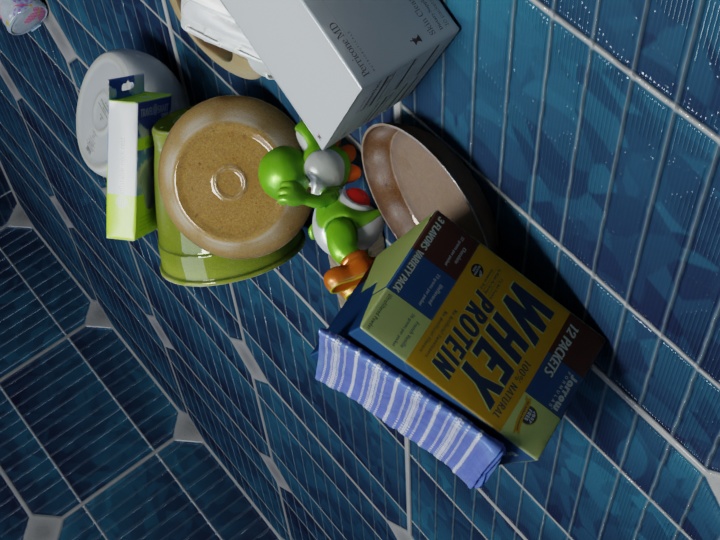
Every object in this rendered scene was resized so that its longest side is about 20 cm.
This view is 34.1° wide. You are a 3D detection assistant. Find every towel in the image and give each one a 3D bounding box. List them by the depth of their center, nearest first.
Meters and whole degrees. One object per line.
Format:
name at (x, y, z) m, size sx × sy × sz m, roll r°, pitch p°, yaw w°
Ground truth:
towel at (0.041, 0.131, 1.093) m, size 0.199 × 0.024 × 0.145 m, roll 33°, pitch 161°, yaw 9°

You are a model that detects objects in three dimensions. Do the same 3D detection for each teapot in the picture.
teapot at (-0.306, -0.217, 1.684) m, size 0.196 × 0.145 × 0.202 m, roll -10°, pitch 79°, yaw 49°

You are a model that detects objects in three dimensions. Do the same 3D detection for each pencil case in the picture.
pencil case at (-0.643, -0.517, 2.092) m, size 0.201 × 0.083 × 0.091 m, roll 54°, pitch 166°, yaw 7°

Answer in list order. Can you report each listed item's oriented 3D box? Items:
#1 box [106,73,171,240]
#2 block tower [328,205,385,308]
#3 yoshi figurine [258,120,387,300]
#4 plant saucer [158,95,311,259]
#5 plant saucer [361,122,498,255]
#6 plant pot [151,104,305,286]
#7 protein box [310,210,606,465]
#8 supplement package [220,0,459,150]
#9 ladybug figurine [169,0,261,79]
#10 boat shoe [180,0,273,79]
box at (-0.289, -0.150, 1.529) m, size 0.122 × 0.047 × 0.202 m, roll -48°, pitch -36°, yaw -72°
block tower at (0.000, 0.000, 1.425) m, size 0.058 × 0.054 × 0.201 m, roll 41°, pitch 155°, yaw 39°
yoshi figurine at (-0.051, -0.064, 1.289) m, size 0.112 × 0.111 × 0.202 m, roll -39°, pitch 66°, yaw 50°
plant saucer at (-0.153, -0.109, 1.417) m, size 0.201 × 0.199 × 0.035 m, roll 58°, pitch -167°, yaw -7°
plant saucer at (0.074, -0.066, 1.174) m, size 0.200 × 0.034 × 0.201 m, roll 47°, pitch 158°, yaw 26°
plant pot at (-0.188, -0.111, 1.525) m, size 0.200 × 0.199 × 0.195 m, roll 26°, pitch 133°, yaw 55°
protein box at (0.086, 0.076, 1.129) m, size 0.199 × 0.135 × 0.198 m, roll 37°, pitch 161°, yaw -6°
supplement package at (-0.032, -0.238, 1.039) m, size 0.201 × 0.110 × 0.156 m, roll 55°, pitch 161°, yaw 3°
ladybug figurine at (-0.140, -0.284, 1.279) m, size 0.200 × 0.072 × 0.137 m, roll 41°, pitch 155°, yaw 38°
boat shoe at (-0.092, -0.228, 1.164) m, size 0.198 × 0.072 × 0.069 m, roll 23°, pitch 127°, yaw 5°
